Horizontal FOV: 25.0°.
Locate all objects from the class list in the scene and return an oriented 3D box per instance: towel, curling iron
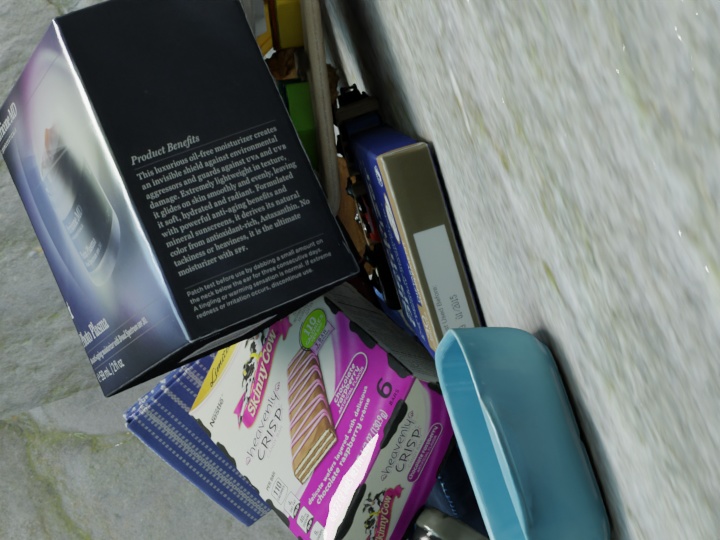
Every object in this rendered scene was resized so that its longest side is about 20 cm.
[{"bbox_3d":[-0.060,0.085,1.203,0.145,0.200,0.024,43,-171,-27],"label":"towel"},{"bbox_3d":[0.000,0.000,1.140,0.201,0.025,0.050,62,148,21],"label":"curling iron"}]

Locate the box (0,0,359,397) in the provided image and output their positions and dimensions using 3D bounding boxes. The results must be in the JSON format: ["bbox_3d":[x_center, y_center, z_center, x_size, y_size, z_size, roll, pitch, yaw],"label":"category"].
[{"bbox_3d":[-0.123,-0.047,0.995,0.200,0.122,0.200,67,153,4],"label":"box"}]

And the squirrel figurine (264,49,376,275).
[{"bbox_3d":[-0.056,-0.074,1.292,0.187,0.140,0.202,150,99,-81],"label":"squirrel figurine"}]

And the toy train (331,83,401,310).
[{"bbox_3d":[0.011,-0.045,1.116,0.201,0.034,0.046,75,174,-45],"label":"toy train"}]

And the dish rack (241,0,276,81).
[{"bbox_3d":[-0.086,-0.194,1.091,0.201,0.043,0.173,-102,5,-59],"label":"dish rack"}]

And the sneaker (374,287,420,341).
[{"bbox_3d":[0.007,0.064,1.304,0.201,0.088,0.079,78,174,-63],"label":"sneaker"}]

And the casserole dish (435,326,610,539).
[{"bbox_3d":[0.071,0.083,0.716,0.200,0.038,0.122,96,156,-81],"label":"casserole dish"}]

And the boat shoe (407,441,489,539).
[{"bbox_3d":[0.062,0.186,1.188,0.201,0.068,0.085,78,174,-61],"label":"boat shoe"}]

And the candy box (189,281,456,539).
[{"bbox_3d":[-0.024,0.089,1.072,0.200,0.061,0.138,39,107,51],"label":"candy box"}]

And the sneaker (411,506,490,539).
[{"bbox_3d":[0.054,0.227,1.048,0.076,0.115,0.200,29,160,20],"label":"sneaker"}]

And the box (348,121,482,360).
[{"bbox_3d":[0.030,-0.021,0.950,0.200,0.032,0.122,-118,11,-80],"label":"box"}]

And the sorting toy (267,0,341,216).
[{"bbox_3d":[-0.039,-0.134,1.040,0.185,0.036,0.203,-125,32,-81],"label":"sorting toy"}]

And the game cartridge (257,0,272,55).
[{"bbox_3d":[-0.107,-0.170,1.334,0.032,0.176,0.200,43,-176,-13],"label":"game cartridge"}]
